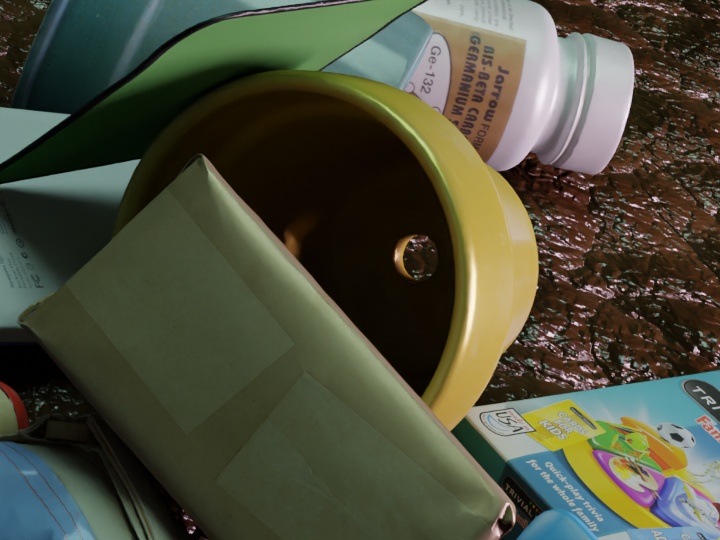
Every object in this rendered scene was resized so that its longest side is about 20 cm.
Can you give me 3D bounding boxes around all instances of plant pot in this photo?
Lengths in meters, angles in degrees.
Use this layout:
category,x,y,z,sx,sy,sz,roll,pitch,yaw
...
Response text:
category,x,y,z,sx,sy,sz,roll,pitch,yaw
plant pot,-0.074,-0.123,1.349,0.195,0.201,0.201,28,29,0
plant pot,0.000,0.000,1.187,0.200,0.202,0.189,31,15,19

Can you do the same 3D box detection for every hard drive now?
category,x,y,z,sx,sy,sz,roll,pitch,yaw
hard drive,-0.162,-0.023,1.182,0.199,0.025,0.133,2,57,-55

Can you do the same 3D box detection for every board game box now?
category,x,y,z,sx,sy,sz,roll,pitch,yaw
board game box,0.161,0.123,1.210,0.199,0.047,0.151,-6,39,-38

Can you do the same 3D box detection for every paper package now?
category,x,y,z,sx,sy,sz,roll,pitch,yaw
paper package,-0.034,0.067,0.991,0.200,0.103,0.191,47,-3,6

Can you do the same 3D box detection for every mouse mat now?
category,x,y,z,sx,sy,sz,roll,pitch,yaw
mouse mat,-0.075,-0.090,1.125,0.160,0.199,0.008,-14,79,-46

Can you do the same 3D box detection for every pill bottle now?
category,x,y,z,sx,sy,sz,roll,pitch,yaw
pill bottle,0.071,-0.128,1.508,0.198,0.115,0.115,13,30,-13

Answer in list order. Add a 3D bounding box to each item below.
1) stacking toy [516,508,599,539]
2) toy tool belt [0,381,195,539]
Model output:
category,x,y,z,sx,sy,sz,roll,pitch,yaw
stacking toy,0.140,0.183,1.064,0.199,0.116,0.110,7,34,-50
toy tool belt,-0.152,0.113,0.956,0.122,0.126,0.200,-2,34,-49
